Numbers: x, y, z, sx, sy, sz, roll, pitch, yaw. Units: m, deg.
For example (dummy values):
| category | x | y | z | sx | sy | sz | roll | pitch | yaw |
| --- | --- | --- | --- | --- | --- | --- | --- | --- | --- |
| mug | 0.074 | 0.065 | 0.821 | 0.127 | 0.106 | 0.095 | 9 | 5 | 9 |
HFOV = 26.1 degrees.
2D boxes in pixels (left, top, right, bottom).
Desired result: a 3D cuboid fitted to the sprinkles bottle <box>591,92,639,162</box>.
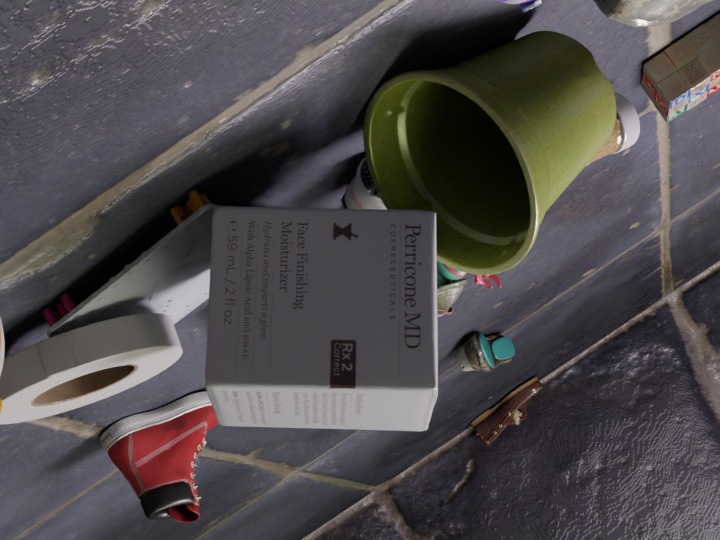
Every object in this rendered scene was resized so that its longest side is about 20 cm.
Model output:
| category | x | y | z | sx | sy | sz | roll | pitch | yaw |
| --- | --- | --- | --- | --- | --- | --- | --- | --- | --- |
| sprinkles bottle | 0.227 | -0.141 | 1.777 | 0.199 | 0.068 | 0.068 | -25 | 164 | -27 |

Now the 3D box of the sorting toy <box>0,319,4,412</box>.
| category | x | y | z | sx | sy | sz | roll | pitch | yaw |
| --- | --- | --- | --- | --- | --- | --- | --- | --- | --- |
| sorting toy | -0.378 | 0.068 | 1.182 | 0.199 | 0.107 | 0.180 | -31 | 146 | -9 |

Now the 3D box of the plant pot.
| category | x | y | z | sx | sy | sz | roll | pitch | yaw |
| --- | --- | --- | --- | --- | --- | --- | --- | --- | --- |
| plant pot | 0.136 | -0.128 | 1.440 | 0.184 | 0.201 | 0.201 | -36 | 170 | -36 |

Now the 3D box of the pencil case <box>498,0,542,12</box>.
| category | x | y | z | sx | sy | sz | roll | pitch | yaw |
| --- | --- | --- | --- | --- | --- | --- | --- | --- | --- |
| pencil case | 0.091 | -0.253 | 1.122 | 0.085 | 0.085 | 0.200 | -12 | 169 | 16 |

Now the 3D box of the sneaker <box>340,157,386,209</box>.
| category | x | y | z | sx | sy | sz | roll | pitch | yaw |
| --- | --- | --- | --- | --- | --- | --- | --- | --- | --- |
| sneaker | 0.062 | -0.095 | 1.597 | 0.199 | 0.074 | 0.080 | -11 | 160 | -35 |

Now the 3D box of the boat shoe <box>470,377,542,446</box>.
| category | x | y | z | sx | sy | sz | roll | pitch | yaw |
| --- | --- | --- | --- | --- | --- | --- | --- | --- | --- |
| boat shoe | 0.338 | 0.318 | 3.476 | 0.200 | 0.071 | 0.070 | -42 | 162 | 28 |

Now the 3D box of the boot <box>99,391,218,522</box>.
| category | x | y | z | sx | sy | sz | roll | pitch | yaw |
| --- | --- | --- | --- | --- | --- | --- | --- | --- | --- |
| boot | -0.210 | 0.234 | 1.916 | 0.199 | 0.145 | 0.072 | -19 | 159 | -47 |

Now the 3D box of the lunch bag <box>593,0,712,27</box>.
| category | x | y | z | sx | sy | sz | roll | pitch | yaw |
| --- | --- | --- | --- | --- | --- | --- | --- | --- | --- |
| lunch bag | 0.293 | -0.301 | 1.309 | 0.199 | 0.118 | 0.164 | -27 | 166 | -38 |

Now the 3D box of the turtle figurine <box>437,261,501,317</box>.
| category | x | y | z | sx | sy | sz | roll | pitch | yaw |
| --- | --- | --- | --- | --- | --- | --- | --- | --- | --- |
| turtle figurine | 0.057 | 0.004 | 1.566 | 0.149 | 0.101 | 0.200 | 3 | 151 | -34 |

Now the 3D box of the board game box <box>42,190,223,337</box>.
| category | x | y | z | sx | sy | sz | roll | pitch | yaw |
| --- | --- | --- | --- | --- | --- | --- | --- | --- | --- |
| board game box | -0.177 | -0.001 | 1.463 | 0.200 | 0.026 | 0.200 | -37 | 165 | 15 |

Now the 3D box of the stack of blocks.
| category | x | y | z | sx | sy | sz | roll | pitch | yaw |
| --- | --- | --- | --- | --- | --- | --- | --- | --- | --- |
| stack of blocks | 0.432 | -0.260 | 1.844 | 0.199 | 0.059 | 0.115 | -33 | 166 | 1 |

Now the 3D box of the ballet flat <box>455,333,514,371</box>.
| category | x | y | z | sx | sy | sz | roll | pitch | yaw |
| --- | --- | --- | --- | --- | --- | --- | --- | --- | --- |
| ballet flat | 0.207 | 0.146 | 2.678 | 0.075 | 0.068 | 0.200 | -21 | 172 | 20 |

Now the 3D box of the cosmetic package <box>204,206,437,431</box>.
| category | x | y | z | sx | sy | sz | roll | pitch | yaw |
| --- | --- | --- | --- | --- | --- | --- | --- | --- | --- |
| cosmetic package | -0.032 | 0.047 | 1.392 | 0.198 | 0.166 | 0.165 | 0 | 162 | 0 |

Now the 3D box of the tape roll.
| category | x | y | z | sx | sy | sz | roll | pitch | yaw |
| --- | --- | --- | --- | --- | --- | --- | --- | --- | --- |
| tape roll | -0.269 | 0.095 | 1.482 | 0.201 | 0.037 | 0.203 | -20 | 168 | -4 |
